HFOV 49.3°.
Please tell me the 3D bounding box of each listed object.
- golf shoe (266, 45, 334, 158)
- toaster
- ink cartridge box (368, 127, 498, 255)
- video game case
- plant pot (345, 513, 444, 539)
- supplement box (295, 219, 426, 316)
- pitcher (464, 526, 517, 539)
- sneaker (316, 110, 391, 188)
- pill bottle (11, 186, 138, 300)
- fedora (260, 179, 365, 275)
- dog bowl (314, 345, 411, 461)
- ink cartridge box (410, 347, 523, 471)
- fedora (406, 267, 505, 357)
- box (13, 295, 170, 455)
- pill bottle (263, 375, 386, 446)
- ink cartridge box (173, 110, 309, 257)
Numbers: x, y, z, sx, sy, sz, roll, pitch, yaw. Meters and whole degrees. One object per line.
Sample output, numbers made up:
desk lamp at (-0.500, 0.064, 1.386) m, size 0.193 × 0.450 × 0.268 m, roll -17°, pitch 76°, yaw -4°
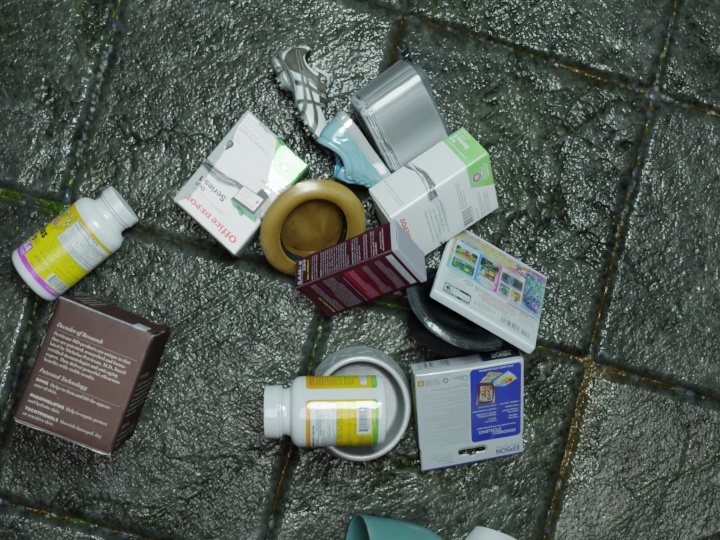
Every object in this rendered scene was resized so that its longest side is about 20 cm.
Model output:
golf shoe at (-0.081, -0.298, 1.365) m, size 0.093 × 0.078 × 0.203 m, roll -29°, pitch 92°, yaw -5°
toaster at (0.069, -0.263, 1.339) m, size 0.128 × 0.114 × 0.202 m, roll -32°, pitch 121°, yaw -1°
ink cartridge box at (0.126, -0.122, 1.337) m, size 0.198 × 0.147 × 0.085 m, roll -32°, pitch 53°, yaw -5°
video game case at (0.226, 0.028, 1.355) m, size 0.197 × 0.024 × 0.184 m, roll 29°, pitch 44°, yaw -4°
plant pot at (0.068, 0.515, 1.305) m, size 0.157 × 0.200 × 0.206 m, roll 6°, pitch 88°, yaw -14°
supplement box at (0.000, 0.000, 1.306) m, size 0.196 × 0.109 × 0.062 m, roll -21°, pitch 51°, yaw 23°
pitcher at (0.216, 0.562, 1.356) m, size 0.119 × 0.172 × 0.204 m, roll 11°, pitch 67°, yaw 23°
sneaker at (-0.004, -0.174, 1.357) m, size 0.082 × 0.074 × 0.201 m, roll -39°, pitch 112°, yaw 0°
pill bottle at (-0.472, -0.050, 1.311) m, size 0.199 × 0.104 × 0.105 m, roll -39°, pitch 92°, yaw -5°
fedora at (-0.086, -0.085, 1.334) m, size 0.195 × 0.083 × 0.204 m, roll -11°, pitch 133°, yaw -11°
dog bowl at (-0.001, 0.237, 1.369) m, size 0.194 × 0.059 × 0.206 m, roll 0°, pitch 89°, yaw -4°
ink cartridge box at (0.190, 0.245, 1.379) m, size 0.192 × 0.047 × 0.205 m, roll -8°, pitch 118°, yaw -6°
fedora at (0.153, 0.089, 1.350) m, size 0.197 × 0.202 × 0.092 m, roll 29°, pitch 127°, yaw -4°
box at (-0.429, 0.165, 1.279) m, size 0.161 × 0.166 × 0.204 m, roll 20°, pitch 87°, yaw -3°
pill bottle at (-0.058, 0.229, 1.280) m, size 0.194 × 0.111 × 0.114 m, roll 0°, pitch 89°, yaw -4°
ink cartridge box at (-0.203, -0.144, 1.346) m, size 0.145 × 0.084 × 0.201 m, roll 40°, pitch 85°, yaw -3°
